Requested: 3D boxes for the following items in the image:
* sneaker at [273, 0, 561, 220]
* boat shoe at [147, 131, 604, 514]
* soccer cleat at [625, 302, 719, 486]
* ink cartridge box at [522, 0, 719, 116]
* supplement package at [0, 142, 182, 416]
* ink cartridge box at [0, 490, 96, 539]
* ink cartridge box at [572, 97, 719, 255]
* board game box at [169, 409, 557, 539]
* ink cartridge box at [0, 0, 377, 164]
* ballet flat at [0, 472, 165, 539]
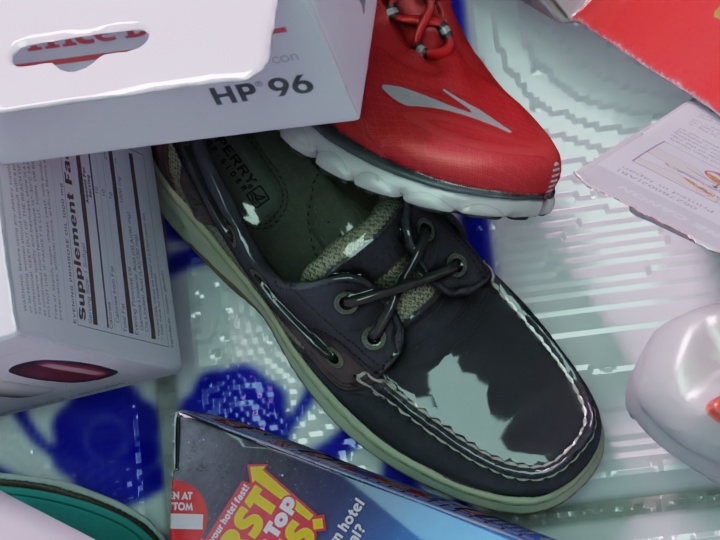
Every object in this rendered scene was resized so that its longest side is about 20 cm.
[{"bbox_3d":[-0.001,-0.095,0.761,0.200,0.077,0.085,49,126,29],"label":"sneaker"},{"bbox_3d":[0.000,0.000,0.775,0.072,0.065,0.200,-40,74,-15],"label":"boat shoe"},{"bbox_3d":[0.178,0.065,0.738,0.200,0.078,0.069,26,75,-6],"label":"soccer cleat"},{"bbox_3d":[0.123,-0.163,0.753,0.200,0.045,0.176,-48,38,-1],"label":"ink cartridge box"},{"bbox_3d":[-0.180,-0.024,0.774,0.200,0.111,0.156,-14,76,21],"label":"supplement package"},{"bbox_3d":[-0.108,0.182,0.698,0.144,0.084,0.200,24,102,19],"label":"ink cartridge box"},{"bbox_3d":[0.151,0.005,0.685,0.161,0.200,0.050,27,113,14],"label":"ink cartridge box"},{"bbox_3d":[0.000,0.143,0.751,0.200,0.062,0.200,34,92,17],"label":"board game box"},{"bbox_3d":[-0.056,-0.101,0.686,0.116,0.068,0.200,-6,49,17],"label":"ink cartridge box"},{"bbox_3d":[-0.164,0.106,0.780,0.200,0.069,0.070,-4,76,-22],"label":"ballet flat"}]
